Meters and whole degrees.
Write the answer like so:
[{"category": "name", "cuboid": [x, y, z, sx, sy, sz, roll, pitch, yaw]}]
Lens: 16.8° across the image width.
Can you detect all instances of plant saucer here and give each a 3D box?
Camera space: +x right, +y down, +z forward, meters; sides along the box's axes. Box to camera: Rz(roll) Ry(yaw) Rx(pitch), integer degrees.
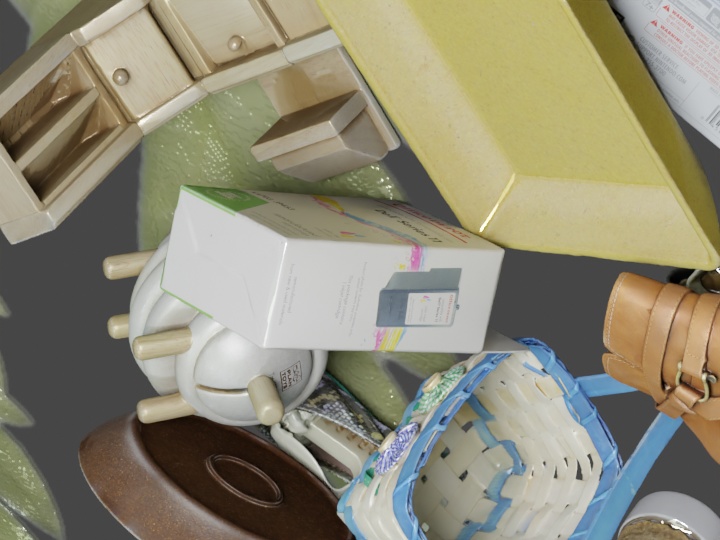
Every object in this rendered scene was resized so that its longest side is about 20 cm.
[{"category": "plant saucer", "cuboid": [-0.077, 0.141, 1.504, 0.200, 0.200, 0.035, 34, 105, 8]}, {"category": "plant saucer", "cuboid": [0.094, -0.094, 1.329, 0.200, 0.048, 0.200, 8, 141, 50]}]

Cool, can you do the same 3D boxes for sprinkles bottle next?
[{"category": "sprinkles bottle", "cuboid": [0.156, 0.217, 1.463, 0.068, 0.200, 0.068, 18, 132, 22]}]

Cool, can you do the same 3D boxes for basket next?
[{"category": "basket", "cuboid": [0.092, 0.130, 1.458, 0.200, 0.176, 0.139, -5, 129, 47]}]

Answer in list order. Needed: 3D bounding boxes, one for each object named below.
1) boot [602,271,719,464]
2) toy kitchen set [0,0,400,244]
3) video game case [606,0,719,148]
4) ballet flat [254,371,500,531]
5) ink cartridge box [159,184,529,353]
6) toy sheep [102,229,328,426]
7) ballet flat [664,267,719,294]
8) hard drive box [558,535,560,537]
[{"category": "boot", "cuboid": [0.207, 0.033, 1.291, 0.155, 0.077, 0.200, 32, 152, 19]}, {"category": "toy kitchen set", "cuboid": [-0.089, -0.084, 1.412, 0.200, 0.181, 0.163, -17, 114, 41]}, {"category": "video game case", "cuboid": [0.201, -0.154, 1.250, 0.200, 0.045, 0.181, 39, 138, 2]}, {"category": "ballet flat", "cuboid": [0.012, 0.136, 1.595, 0.200, 0.072, 0.072, 34, 136, 7]}, {"category": "ink cartridge box", "cuboid": [0.000, 0.000, 1.423, 0.117, 0.199, 0.068, 27, 109, 50]}, {"category": "toy sheep", "cuboid": [-0.084, 0.034, 1.518, 0.137, 0.200, 0.138, -11, 131, -13]}, {"category": "ballet flat", "cuboid": [0.240, 0.000, 1.333, 0.200, 0.068, 0.069, -24, 98, 43]}, {"category": "hard drive box", "cuboid": [0.074, 0.272, 1.588, 0.077, 0.156, 0.200, 36, 140, -20]}]
